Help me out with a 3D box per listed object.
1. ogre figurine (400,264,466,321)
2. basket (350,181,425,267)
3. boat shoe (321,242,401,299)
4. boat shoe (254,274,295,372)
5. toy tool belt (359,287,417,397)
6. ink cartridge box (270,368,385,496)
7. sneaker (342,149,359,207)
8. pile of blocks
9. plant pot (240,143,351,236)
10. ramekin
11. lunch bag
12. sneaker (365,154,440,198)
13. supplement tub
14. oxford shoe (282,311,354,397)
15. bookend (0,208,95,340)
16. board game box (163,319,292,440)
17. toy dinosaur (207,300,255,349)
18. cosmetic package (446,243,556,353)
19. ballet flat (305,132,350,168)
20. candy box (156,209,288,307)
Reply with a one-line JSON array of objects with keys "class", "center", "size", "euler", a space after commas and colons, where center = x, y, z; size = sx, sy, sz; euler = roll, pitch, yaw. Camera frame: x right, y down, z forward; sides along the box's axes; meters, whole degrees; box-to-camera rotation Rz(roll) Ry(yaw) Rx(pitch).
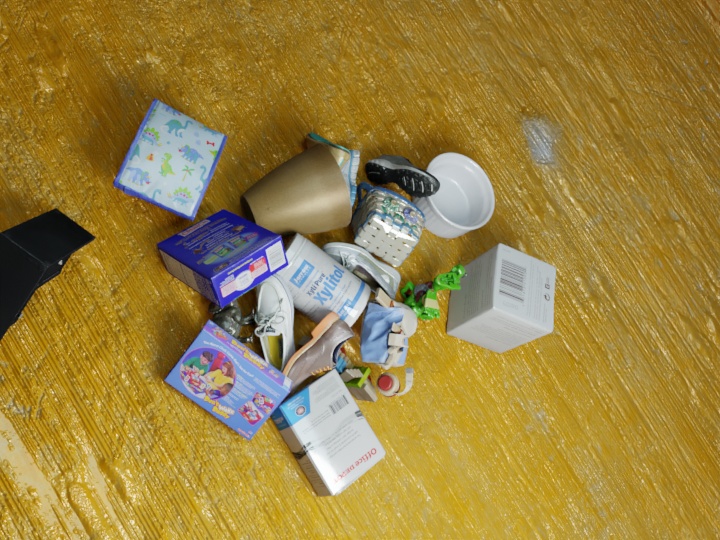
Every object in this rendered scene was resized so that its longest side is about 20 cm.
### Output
[{"class": "ogre figurine", "center": [0.148, 0.060, 1.568], "size": [0.098, 0.120, 0.201], "euler": [37, 60, -15]}, {"class": "basket", "center": [0.066, -0.114, 1.593], "size": [0.175, 0.140, 0.201], "euler": [28, 27, -16]}, {"class": "boat shoe", "center": [0.000, 0.001, 1.544], "size": [0.201, 0.074, 0.065], "euler": [29, 56, -22]}, {"class": "boat shoe", "center": [-0.176, 0.109, 1.364], "size": [0.074, 0.086, 0.205], "euler": [-1, 101, 13]}, {"class": "toy tool belt", "center": [0.046, 0.146, 1.402], "size": [0.123, 0.123, 0.203], "euler": [40, 52, -61]}, {"class": "ink cartridge box", "center": [-0.066, 0.323, 1.378], "size": [0.145, 0.084, 0.201], "euler": [-29, 87, -32]}, {"class": "sneaker", "center": [-0.053, -0.199, 1.599], "size": [0.086, 0.075, 0.202], "euler": [11, 55, -14]}, {"class": "pile of blocks", "center": [-0.035, 0.190, 1.447], "size": [0.199, 0.082, 0.062], "euler": [40, 59, -7]}, {"class": "plant pot", "center": [-0.149, -0.150, 1.478], "size": [0.198, 0.186, 0.188], "euler": [-22, 81, -19]}, {"class": "ramekin", "center": [0.223, -0.178, 1.710], "size": [0.198, 0.098, 0.203], "euler": [9, 67, -23]}, {"class": "lunch bag", "center": [-0.383, -0.210, 1.397], "size": [0.169, 0.127, 0.202], "euler": [24, 52, -17]}, {"class": "sneaker", "center": [0.106, -0.233, 1.633], "size": [0.199, 0.075, 0.079], "euler": [25, 51, 33]}, {"class": "supplement tub", "center": [-0.090, 0.032, 1.451], "size": [0.199, 0.132, 0.133], "euler": [36, 59, -11]}, {"class": "oxford shoe", "center": [-0.091, 0.181, 1.372], "size": [0.073, 0.071, 0.201], "euler": [38, 95, 13]}, {"class": "bookend", "center": [-0.588, 0.014, 1.212], "size": [0.092, 0.199, 0.201], "euler": [37, 103, -9]}, {"class": "board game box", "center": [-0.247, 0.208, 1.305], "size": [0.199, 0.135, 0.045], "euler": [38, 15, -9]}, {"class": "toy dinosaur", "center": [-0.263, 0.121, 1.373], "size": [0.101, 0.077, 0.203], "euler": [6, 84, -4]}, {"class": "cosmetic package", "center": [0.323, 0.070, 1.605], "size": [0.163, 0.200, 0.167], "euler": [21, 63, -18]}, {"class": "ballet flat", "center": [-0.086, -0.265, 1.563], "size": [0.068, 0.200, 0.064], "euler": [19, 101, -28]}, {"class": "candy box", "center": [-0.268, -0.030, 1.349], "size": [0.168, 0.199, 0.078], "euler": [-34, 132, -31]}]
